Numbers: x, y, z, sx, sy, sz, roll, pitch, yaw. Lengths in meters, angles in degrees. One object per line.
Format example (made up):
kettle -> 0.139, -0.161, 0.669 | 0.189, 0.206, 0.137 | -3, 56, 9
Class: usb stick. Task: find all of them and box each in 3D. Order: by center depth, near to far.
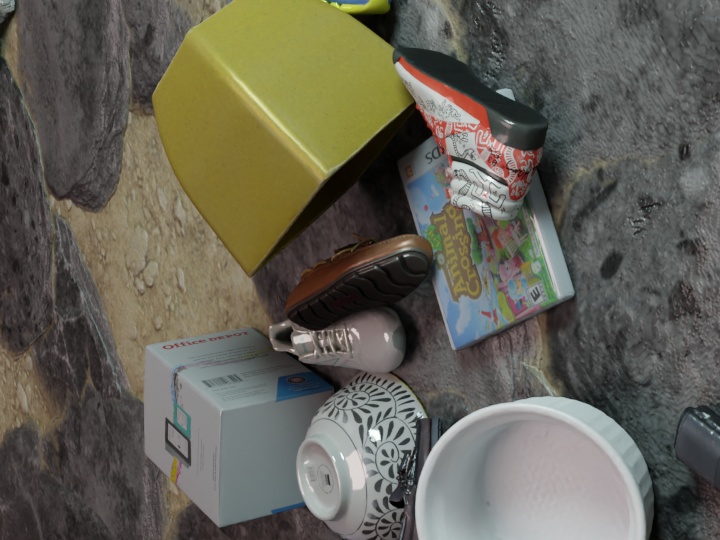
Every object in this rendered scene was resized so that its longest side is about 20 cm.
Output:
usb stick -> 0.318, 0.174, 1.201 | 0.200, 0.032, 0.056 | 41, 129, 44

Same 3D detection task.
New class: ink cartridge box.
ink cartridge box -> -0.144, 0.174, 1.791 | 0.200, 0.146, 0.147 | 31, 124, 53

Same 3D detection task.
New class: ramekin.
ramekin -> 0.155, 0.204, 1.330 | 0.199, 0.098, 0.202 | 3, 97, 23

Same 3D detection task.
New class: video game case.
video game case -> 0.113, -0.043, 1.466 | 0.182, 0.022, 0.202 | -31, 72, 55

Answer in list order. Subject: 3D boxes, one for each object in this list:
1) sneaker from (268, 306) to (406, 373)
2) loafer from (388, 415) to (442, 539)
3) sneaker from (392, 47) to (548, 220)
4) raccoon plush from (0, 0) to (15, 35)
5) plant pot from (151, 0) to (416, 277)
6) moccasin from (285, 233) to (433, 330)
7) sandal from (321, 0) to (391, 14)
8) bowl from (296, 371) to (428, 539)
sneaker -> -0.025, 0.077, 1.655 | 0.200, 0.080, 0.071 | -3, 94, 55
loafer -> 0.051, 0.239, 1.531 | 0.072, 0.062, 0.202 | 70, -160, -65
sneaker -> 0.084, -0.122, 1.411 | 0.201, 0.067, 0.109 | 39, 126, 43
raccoon plush -> -0.598, -0.394, 2.434 | 0.199, 0.097, 0.135 | -34, 52, 23
plant pot -> -0.087, -0.156, 1.518 | 0.200, 0.195, 0.194 | 44, 140, 2
moccasin -> 0.001, 0.001, 1.567 | 0.201, 0.073, 0.078 | -31, 39, 52
sandal -> -0.034, -0.316, 1.573 | 0.200, 0.079, 0.088 | 39, 126, 43
bowl -> -0.007, 0.211, 1.648 | 0.200, 0.094, 0.203 | 18, 112, 53
